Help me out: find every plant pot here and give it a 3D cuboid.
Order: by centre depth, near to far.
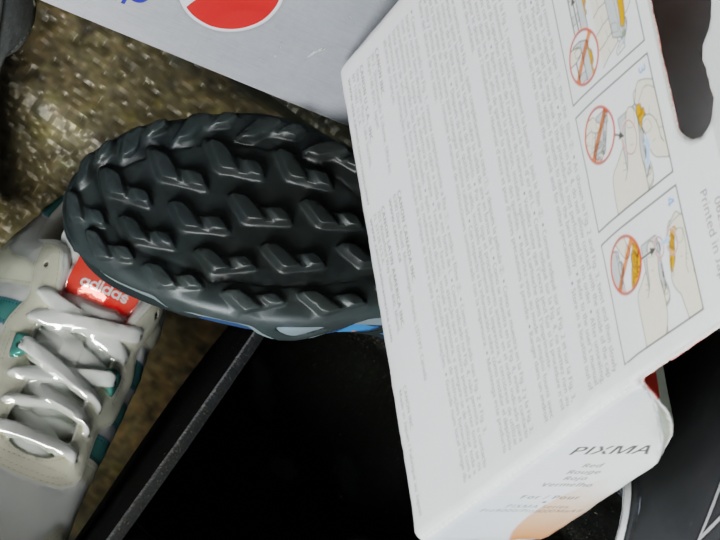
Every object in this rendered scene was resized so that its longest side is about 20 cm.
[{"bbox_3d":[-0.028,0.138,0.887,0.200,0.200,0.177,45,135,-11],"label":"plant pot"}]

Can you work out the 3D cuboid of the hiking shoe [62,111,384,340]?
[{"bbox_3d":[0.000,0.000,0.817,0.199,0.075,0.087,6,157,-6],"label":"hiking shoe"}]

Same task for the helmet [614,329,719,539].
[{"bbox_3d":[0.161,0.089,0.730,0.199,0.191,0.200,-2,122,-3],"label":"helmet"}]

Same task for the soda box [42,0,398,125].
[{"bbox_3d":[-0.073,-0.120,0.771,0.200,0.064,0.068,20,127,-22],"label":"soda box"}]

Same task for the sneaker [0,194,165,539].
[{"bbox_3d":[-0.109,0.031,0.837,0.070,0.200,0.093,30,119,-11],"label":"sneaker"}]

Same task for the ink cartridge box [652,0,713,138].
[{"bbox_3d":[0.146,-0.090,0.727,0.200,0.116,0.067,-20,112,27],"label":"ink cartridge box"}]

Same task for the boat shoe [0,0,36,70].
[{"bbox_3d":[-0.142,-0.092,0.858,0.056,0.069,0.200,2,119,-25],"label":"boat shoe"}]

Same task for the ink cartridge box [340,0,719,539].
[{"bbox_3d":[0.064,-0.031,0.682,0.050,0.163,0.200,3,155,-29],"label":"ink cartridge box"}]
